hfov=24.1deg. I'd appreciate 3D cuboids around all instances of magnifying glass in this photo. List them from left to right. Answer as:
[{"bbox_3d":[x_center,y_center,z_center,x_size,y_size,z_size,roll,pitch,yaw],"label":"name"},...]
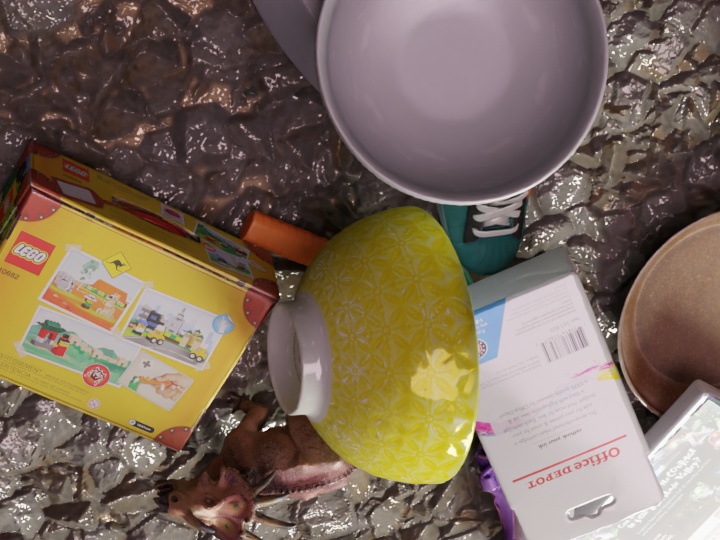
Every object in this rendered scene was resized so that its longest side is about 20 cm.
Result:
[{"bbox_3d":[0.000,0.000,1.302,0.199,0.022,0.080,22,106,-22],"label":"magnifying glass"}]

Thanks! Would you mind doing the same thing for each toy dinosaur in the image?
[{"bbox_3d":[-0.056,0.151,1.290,0.199,0.136,0.086,-21,117,-6],"label":"toy dinosaur"}]

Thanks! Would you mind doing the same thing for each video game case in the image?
[{"bbox_3d":[0.289,0.199,1.443,0.181,0.023,0.200,26,115,-28],"label":"video game case"}]

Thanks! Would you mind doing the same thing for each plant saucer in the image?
[{"bbox_3d":[0.299,0.035,1.388,0.199,0.037,0.201,-6,114,-13],"label":"plant saucer"}]

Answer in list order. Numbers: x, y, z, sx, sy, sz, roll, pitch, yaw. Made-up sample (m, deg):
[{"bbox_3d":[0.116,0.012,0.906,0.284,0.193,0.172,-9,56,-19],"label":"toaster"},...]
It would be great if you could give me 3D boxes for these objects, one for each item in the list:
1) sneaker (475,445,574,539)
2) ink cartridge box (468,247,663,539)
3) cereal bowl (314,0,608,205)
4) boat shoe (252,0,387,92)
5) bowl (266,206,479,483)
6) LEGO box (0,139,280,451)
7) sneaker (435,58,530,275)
[{"bbox_3d":[0.133,0.178,1.391,0.088,0.081,0.201,6,107,-10],"label":"sneaker"},{"bbox_3d":[0.143,0.100,1.288,0.115,0.068,0.201,-22,106,6],"label":"ink cartridge box"},{"bbox_3d":[0.065,-0.143,1.148,0.199,0.083,0.201,0,90,-3],"label":"cereal bowl"},{"bbox_3d":[-0.005,-0.165,1.208,0.070,0.071,0.200,-49,115,-21],"label":"boat shoe"},{"bbox_3d":[-0.004,0.058,1.198,0.107,0.200,0.201,-5,115,-21],"label":"bowl"},{"bbox_3d":[-0.183,0.021,1.223,0.199,0.077,0.149,26,111,-22],"label":"LEGO box"},{"bbox_3d":[0.099,-0.080,1.257,0.071,0.080,0.201,-7,115,-12],"label":"sneaker"}]
